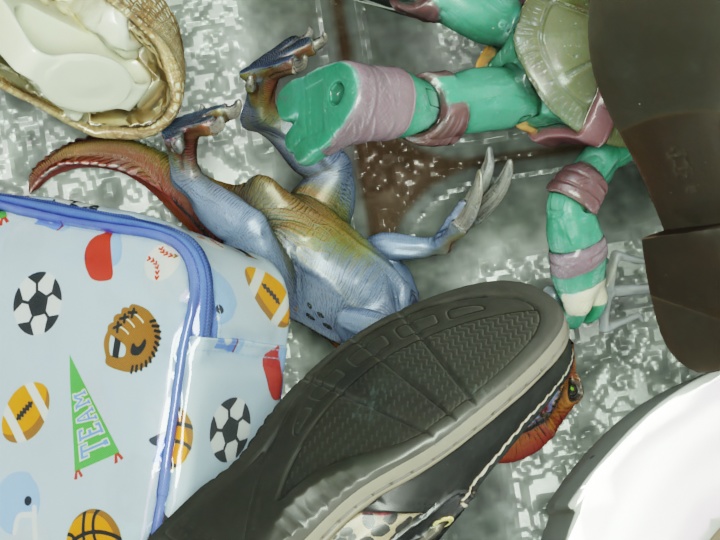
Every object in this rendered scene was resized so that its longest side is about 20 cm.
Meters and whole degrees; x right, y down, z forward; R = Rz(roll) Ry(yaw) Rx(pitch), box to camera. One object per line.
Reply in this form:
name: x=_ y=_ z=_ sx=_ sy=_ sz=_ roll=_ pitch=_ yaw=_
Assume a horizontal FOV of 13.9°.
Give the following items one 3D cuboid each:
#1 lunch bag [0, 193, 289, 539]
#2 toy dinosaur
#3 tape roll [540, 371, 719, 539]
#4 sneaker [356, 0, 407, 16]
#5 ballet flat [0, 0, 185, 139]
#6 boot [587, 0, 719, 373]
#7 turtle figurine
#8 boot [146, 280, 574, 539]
lunch bag: x=-0.114 y=0.075 z=1.102 sx=0.160 sy=0.075 sz=0.201 roll=11 pitch=89 yaw=33
toy dinosaur: x=0.000 y=0.000 z=1.153 sx=0.105 sy=0.200 sz=0.182 roll=-43 pitch=113 yaw=-37
tape roll: x=0.165 y=0.131 z=1.093 sx=0.202 sy=0.139 sz=0.204 roll=0 pitch=85 yaw=1
sneaker: x=0.007 y=-0.140 z=1.142 sx=0.199 sy=0.089 sz=0.074 roll=1 pitch=84 yaw=-1
ballet flat: x=-0.139 y=-0.101 z=1.068 sx=0.200 sy=0.065 sz=0.071 roll=21 pitch=116 yaw=-36
boot: x=0.171 y=-0.069 z=1.048 sx=0.200 sy=0.064 sz=0.187 roll=-16 pitch=105 yaw=-43
turtle figurine: x=0.064 y=-0.068 z=1.081 sx=0.200 sy=0.101 sz=0.150 roll=15 pitch=47 yaw=-35
boot: x=0.016 y=0.112 z=1.050 sx=0.200 sy=0.073 sz=0.151 roll=-43 pitch=128 yaw=-11
